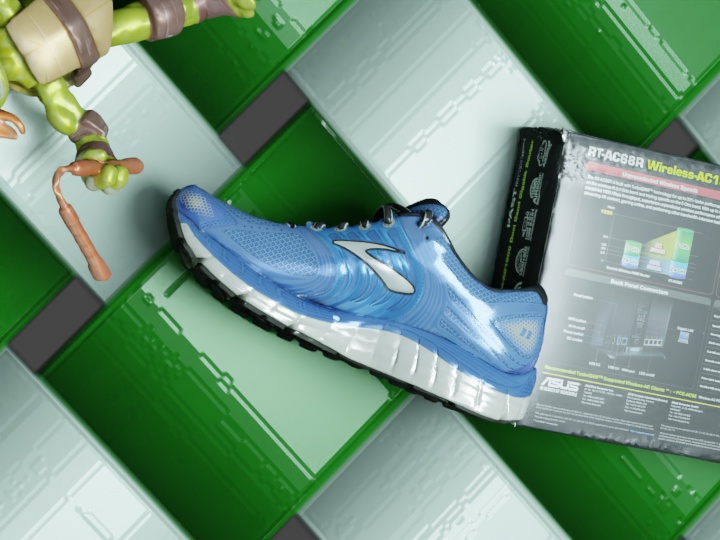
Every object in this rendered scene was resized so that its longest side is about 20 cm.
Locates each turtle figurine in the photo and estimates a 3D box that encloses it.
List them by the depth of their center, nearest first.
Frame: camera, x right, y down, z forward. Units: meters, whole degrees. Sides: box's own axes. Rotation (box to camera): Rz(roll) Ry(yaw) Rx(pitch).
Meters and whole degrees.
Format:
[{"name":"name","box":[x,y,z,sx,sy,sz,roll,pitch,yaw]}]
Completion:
[{"name":"turtle figurine","box":[-0.130,-0.108,1.226,0.161,0.064,0.201,-34,96,-23]}]

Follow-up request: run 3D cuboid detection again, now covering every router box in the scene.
[{"name":"router box","box":[0.164,0.018,1.346,0.199,0.062,0.151,12,91,-21]}]

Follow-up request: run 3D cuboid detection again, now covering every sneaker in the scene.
[{"name":"sneaker","box":[0.000,0.000,1.266,0.199,0.079,0.090,23,85,-8]}]
